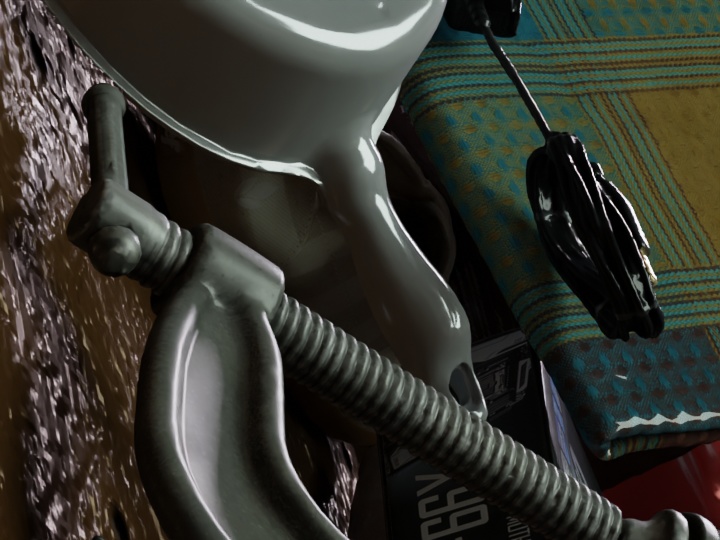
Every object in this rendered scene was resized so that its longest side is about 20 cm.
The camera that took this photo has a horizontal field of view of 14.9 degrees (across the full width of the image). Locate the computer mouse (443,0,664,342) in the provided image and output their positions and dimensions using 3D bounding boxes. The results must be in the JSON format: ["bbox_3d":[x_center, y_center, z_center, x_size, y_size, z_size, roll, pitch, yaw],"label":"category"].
[{"bbox_3d":[0.045,-0.065,0.721,0.059,0.034,0.200,89,-17,-59],"label":"computer mouse"}]

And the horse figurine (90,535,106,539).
[{"bbox_3d":[0.008,0.150,0.523,0.133,0.050,0.200,47,-3,46],"label":"horse figurine"}]

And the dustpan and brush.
[{"bbox_3d":[-0.014,-0.054,0.681,0.139,0.057,0.200,-27,81,-45],"label":"dustpan and brush"}]

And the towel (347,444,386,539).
[{"bbox_3d":[0.034,0.168,0.759,0.200,0.032,0.192,-85,156,-67],"label":"towel"}]

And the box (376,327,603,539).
[{"bbox_3d":[0.055,0.137,0.695,0.200,0.050,0.158,-95,164,-54],"label":"box"}]

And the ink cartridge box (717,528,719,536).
[{"bbox_3d":[0.160,0.182,0.902,0.084,0.144,0.201,-8,-89,66],"label":"ink cartridge box"}]

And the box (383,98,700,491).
[{"bbox_3d":[0.046,-0.030,0.896,0.200,0.075,0.100,55,-13,48],"label":"box"}]

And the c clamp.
[{"bbox_3d":[0.019,0.046,0.585,0.200,0.027,0.171,35,21,-15],"label":"c clamp"}]

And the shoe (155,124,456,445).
[{"bbox_3d":[0.000,0.000,0.793,0.200,0.053,0.070,50,34,-62],"label":"shoe"}]

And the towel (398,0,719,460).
[{"bbox_3d":[0.075,-0.036,0.777,0.146,0.022,0.200,-3,55,-36],"label":"towel"}]

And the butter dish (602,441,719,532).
[{"bbox_3d":[0.106,0.079,1.005,0.199,0.147,0.201,-76,146,-75],"label":"butter dish"}]
